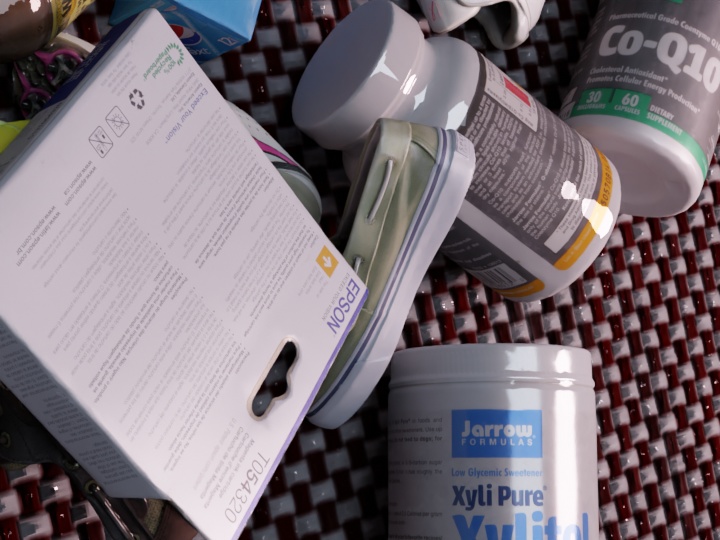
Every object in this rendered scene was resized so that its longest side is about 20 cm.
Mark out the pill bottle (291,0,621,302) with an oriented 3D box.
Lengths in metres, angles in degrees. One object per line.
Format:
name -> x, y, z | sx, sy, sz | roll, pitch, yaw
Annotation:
pill bottle -> 0.061, -0.075, 0.922 | 0.199, 0.116, 0.117 | 35, 65, -27

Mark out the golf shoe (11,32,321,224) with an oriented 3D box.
golf shoe -> -0.110, -0.073, 0.841 | 0.199, 0.073, 0.092 | 36, 30, -19

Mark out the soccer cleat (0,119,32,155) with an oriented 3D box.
soccer cleat -> -0.183, -0.046, 0.720 | 0.200, 0.064, 0.084 | 29, 74, -45

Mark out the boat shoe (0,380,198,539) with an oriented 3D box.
boat shoe -> -0.156, 0.074, 0.729 | 0.200, 0.073, 0.065 | 43, 79, -8

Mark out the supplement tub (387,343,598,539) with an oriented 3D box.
supplement tub -> 0.081, 0.150, 0.895 | 0.131, 0.131, 0.202 | 5, 81, -35

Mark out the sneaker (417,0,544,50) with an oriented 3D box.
sneaker -> 0.054, -0.212, 0.966 | 0.199, 0.078, 0.100 | 25, 73, -29

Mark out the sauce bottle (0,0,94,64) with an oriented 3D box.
sauce bottle -> -0.175, -0.149, 0.763 | 0.065, 0.064, 0.201 | 51, 40, -18

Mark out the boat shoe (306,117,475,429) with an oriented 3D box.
boat shoe -> 0.000, 0.000, 0.859 | 0.062, 0.072, 0.201 | 19, 110, -14

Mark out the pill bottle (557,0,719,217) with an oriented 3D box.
pill bottle -> 0.214, -0.149, 1.047 | 0.113, 0.113, 0.201 | 34, 64, -27

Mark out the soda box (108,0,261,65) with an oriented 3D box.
soda box -> -0.083, -0.230, 0.873 | 0.064, 0.068, 0.202 | 23, 71, -31

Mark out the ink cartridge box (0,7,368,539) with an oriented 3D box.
ink cartridge box -> -0.097, 0.005, 0.722 | 0.201, 0.043, 0.197 | 54, 42, -24
